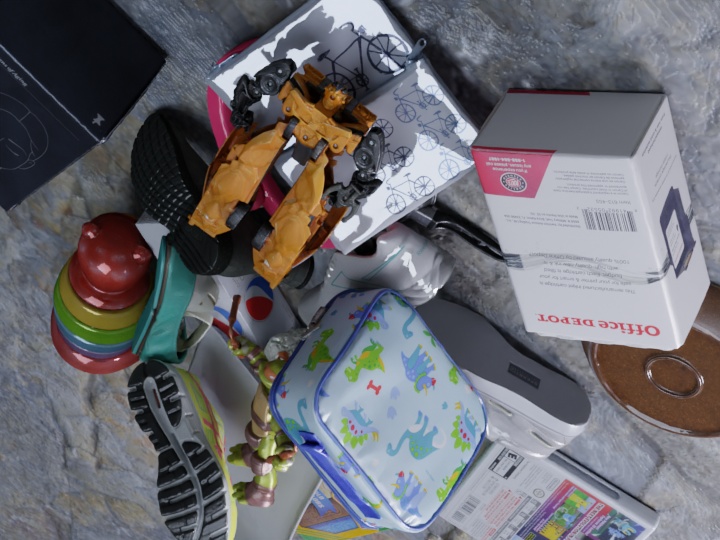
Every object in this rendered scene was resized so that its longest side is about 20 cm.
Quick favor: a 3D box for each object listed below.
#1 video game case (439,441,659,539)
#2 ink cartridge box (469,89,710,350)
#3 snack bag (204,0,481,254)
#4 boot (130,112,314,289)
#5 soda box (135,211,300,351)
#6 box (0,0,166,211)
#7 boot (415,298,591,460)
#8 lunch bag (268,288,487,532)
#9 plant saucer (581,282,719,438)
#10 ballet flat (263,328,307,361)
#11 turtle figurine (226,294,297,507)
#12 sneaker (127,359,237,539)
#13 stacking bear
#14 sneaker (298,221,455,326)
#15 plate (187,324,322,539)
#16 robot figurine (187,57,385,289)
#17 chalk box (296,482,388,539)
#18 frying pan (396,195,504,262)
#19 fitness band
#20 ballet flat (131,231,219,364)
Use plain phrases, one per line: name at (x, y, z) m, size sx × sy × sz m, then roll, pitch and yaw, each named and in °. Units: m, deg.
video game case at (0.192, 0.254, 1.835) m, size 0.181 × 0.023 × 0.200 m, roll 32°, pitch 143°, yaw 1°
ink cartridge box at (0.190, -0.041, 1.437) m, size 0.143 × 0.085 × 0.201 m, roll 6°, pitch 134°, yaw 32°
snack bag at (-0.011, -0.132, 1.474) m, size 0.188 × 0.021 × 0.201 m, roll -31°, pitch 103°, yaw 33°
boot at (-0.130, -0.058, 1.652) m, size 0.130 × 0.201 × 0.068 m, roll 10°, pitch 129°, yaw -44°
soda box at (-0.139, 0.006, 1.756) m, size 0.068 × 0.064 × 0.201 m, roll 0°, pitch 133°, yaw 37°
box at (-0.320, -0.188, 1.613) m, size 0.200 × 0.124 × 0.196 m, roll 45°, pitch 144°, yaw -16°
boot at (0.117, 0.112, 1.679) m, size 0.199 × 0.074 × 0.096 m, roll 34°, pitch 137°, yaw -5°
lunch bag at (0.015, 0.127, 1.579) m, size 0.082 × 0.161 × 0.200 m, roll -1°, pitch 136°, yaw 47°
plant saucer at (0.281, 0.083, 1.561) m, size 0.198 × 0.035 × 0.201 m, roll 21°, pitch 142°, yaw 17°
ballet flat at (-0.006, 0.097, 1.719) m, size 0.197 × 0.072 × 0.072 m, roll 2°, pitch 138°, yaw 8°
turtle figurine at (-0.089, 0.131, 1.667) m, size 0.064 × 0.201 × 0.162 m, roll -5°, pitch 133°, yaw -24°
sneaker at (-0.159, 0.182, 1.746) m, size 0.078 × 0.090 × 0.202 m, roll -22°, pitch 78°, yaw 23°
stacking bear at (-0.256, 0.013, 1.797) m, size 0.121 × 0.114 × 0.201 m, roll 29°, pitch 147°, yaw 4°
sneaker at (0.000, 0.000, 1.637) m, size 0.080 × 0.071 × 0.199 m, roll 42°, pitch 142°, yaw -21°
plate at (-0.113, 0.181, 1.785) m, size 0.200 × 0.032 × 0.201 m, roll 46°, pitch 135°, yaw 24°
robot figurine at (-0.060, -0.086, 1.473) m, size 0.144 × 0.058 × 0.201 m, roll 38°, pitch 126°, yaw 1°
chalk box at (-0.004, 0.188, 1.816) m, size 0.124 × 0.125 × 0.199 m, roll 46°, pitch 143°, yaw -18°
frying pan at (0.037, -0.057, 1.586) m, size 0.114 × 0.031 × 0.190 m, roll -20°, pitch 117°, yaw 48°
fitness band at (-0.059, -0.111, 1.557) m, size 0.142 × 0.037 × 0.202 m, roll -3°, pitch 118°, yaw 37°
ballet flat at (-0.173, 0.028, 1.712) m, size 0.070 × 0.068 × 0.201 m, roll 10°, pitch 146°, yaw -10°
